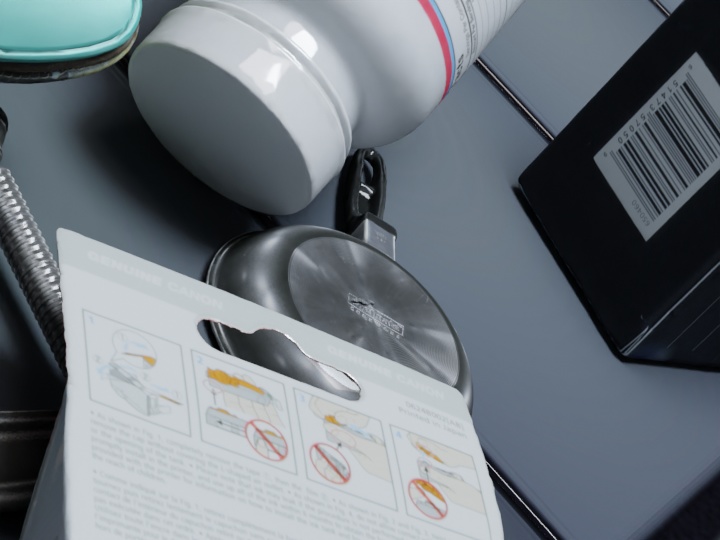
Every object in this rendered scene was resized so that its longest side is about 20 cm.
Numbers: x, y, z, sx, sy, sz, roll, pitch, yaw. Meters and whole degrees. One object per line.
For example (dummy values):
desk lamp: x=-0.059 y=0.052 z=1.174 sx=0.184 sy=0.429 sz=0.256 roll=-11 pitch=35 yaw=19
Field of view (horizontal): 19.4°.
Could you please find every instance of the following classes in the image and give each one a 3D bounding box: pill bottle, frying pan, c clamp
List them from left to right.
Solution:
c clamp: x=-0.115 y=0.009 z=0.640 sx=0.171 sy=0.027 sz=0.200 roll=-8 pitch=57 yaw=-47
pill bottle: x=0.006 y=-0.118 z=0.791 sx=0.109 sy=0.109 sz=0.200 roll=41 pitch=64 yaw=-2
frying pan: x=0.012 y=0.013 z=0.783 sx=0.115 sy=0.031 sz=0.190 roll=44 pitch=32 yaw=3

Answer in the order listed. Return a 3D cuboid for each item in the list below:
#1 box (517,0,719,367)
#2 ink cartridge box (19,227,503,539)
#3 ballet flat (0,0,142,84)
box: x=0.200 y=-0.039 z=0.951 sx=0.200 sy=0.148 sz=0.107 roll=7 pitch=45 yaw=-45
ink cartridge box: x=-0.026 y=0.093 z=0.604 sx=0.160 sy=0.047 sz=0.200 roll=23 pitch=35 yaw=-29
ballet flat: x=-0.169 y=-0.097 z=0.656 sx=0.200 sy=0.072 sz=0.072 roll=9 pitch=42 yaw=-28
